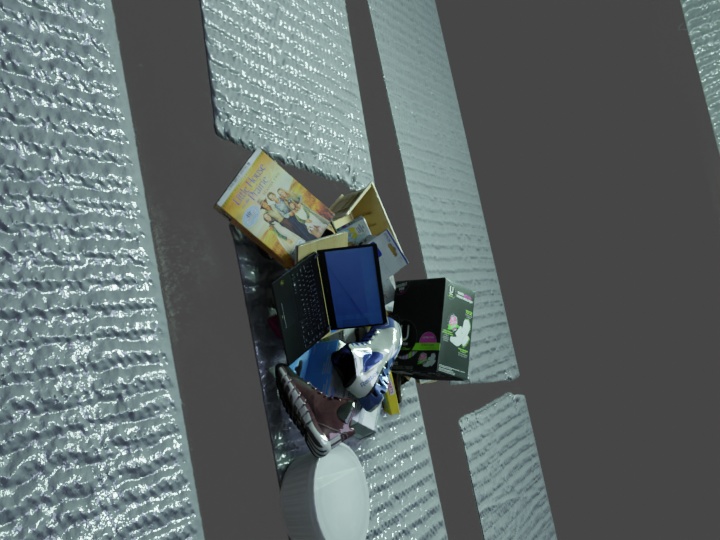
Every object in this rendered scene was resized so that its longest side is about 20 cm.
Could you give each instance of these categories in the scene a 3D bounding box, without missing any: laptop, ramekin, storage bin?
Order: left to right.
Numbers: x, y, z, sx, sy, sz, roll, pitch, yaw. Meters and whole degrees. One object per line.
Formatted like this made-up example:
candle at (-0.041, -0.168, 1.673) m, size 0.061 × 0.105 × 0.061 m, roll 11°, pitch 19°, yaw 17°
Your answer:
ramekin at (-0.069, 0.428, 1.444) m, size 0.202 × 0.092 × 0.208 m, roll 37°, pitch 46°, yaw -50°
laptop at (-0.054, 0.063, 1.446) m, size 0.199 × 0.101 × 0.181 m, roll -37°, pitch 129°, yaw -41°
storage bin at (0.000, -0.070, 1.834) m, size 0.204 × 0.092 × 0.199 m, roll 66°, pitch 28°, yaw -18°

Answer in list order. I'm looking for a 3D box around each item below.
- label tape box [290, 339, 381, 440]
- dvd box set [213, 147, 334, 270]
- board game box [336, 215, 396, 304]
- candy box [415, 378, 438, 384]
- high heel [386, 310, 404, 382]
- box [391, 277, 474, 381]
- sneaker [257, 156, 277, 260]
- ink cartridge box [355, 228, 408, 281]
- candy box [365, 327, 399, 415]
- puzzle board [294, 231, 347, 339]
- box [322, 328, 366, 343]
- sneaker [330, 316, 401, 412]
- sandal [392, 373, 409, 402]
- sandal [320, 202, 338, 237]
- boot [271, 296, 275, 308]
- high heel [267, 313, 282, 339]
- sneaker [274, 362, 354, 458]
label tape box at (-0.048, 0.224, 1.539) m, size 0.198 × 0.063 × 0.147 m, roll 32°, pitch 50°, yaw -25°
dvd box set at (-0.161, -0.113, 1.473) m, size 0.199 × 0.029 × 0.148 m, roll 40°, pitch 65°, yaw -14°
board game box at (-0.013, 0.000, 1.732) m, size 0.204 × 0.132 × 0.034 m, roll 65°, pitch -4°, yaw -17°
candy box at (0.138, 0.169, 1.871) m, size 0.117 × 0.055 × 0.206 m, roll 92°, pitch -15°, yaw -84°
high heel at (0.074, 0.181, 1.865) m, size 0.200 × 0.070 × 0.146 m, roll 46°, pitch 31°, yaw -58°
box at (0.155, 0.131, 1.715) m, size 0.123 × 0.146 × 0.206 m, roll 22°, pitch 71°, yaw -46°
sneaker at (-0.169, -0.124, 1.575) m, size 0.115 × 0.074 × 0.207 m, roll -1°, pitch 86°, yaw -69°
ink cartridge box at (0.000, 0.000, 1.693) m, size 0.100 × 0.198 × 0.039 m, roll 55°, pitch 0°, yaw -23°
candy box at (0.044, 0.204, 1.667) m, size 0.102 × 0.026 × 0.206 m, roll 153°, pitch -75°, yaw -79°
puzzle board at (-0.078, 0.036, 1.506) m, size 0.149 × 0.017 × 0.206 m, roll -20°, pitch 117°, yaw -51°
box at (-0.008, 0.185, 1.723) m, size 0.199 × 0.059 × 0.120 m, roll 28°, pitch 53°, yaw -56°
sneaker at (0.008, 0.161, 1.520) m, size 0.114 × 0.080 × 0.203 m, roll 36°, pitch 48°, yaw -23°
sandal at (0.096, 0.219, 1.820) m, size 0.082 × 0.053 × 0.206 m, roll -121°, pitch -150°, yaw -71°
sandal at (-0.086, -0.069, 1.638) m, size 0.204 × 0.080 × 0.055 m, roll 64°, pitch 5°, yaw 6°
boot at (-0.128, -0.020, 1.532) m, size 0.200 × 0.066 × 0.134 m, roll -50°, pitch 135°, yaw -53°
high heel at (-0.128, 0.056, 1.560) m, size 0.096 × 0.067 × 0.203 m, roll 41°, pitch 35°, yaw -27°
sneaker at (-0.076, 0.243, 1.440) m, size 0.202 × 0.113 × 0.077 m, roll 55°, pitch -27°, yaw 30°
